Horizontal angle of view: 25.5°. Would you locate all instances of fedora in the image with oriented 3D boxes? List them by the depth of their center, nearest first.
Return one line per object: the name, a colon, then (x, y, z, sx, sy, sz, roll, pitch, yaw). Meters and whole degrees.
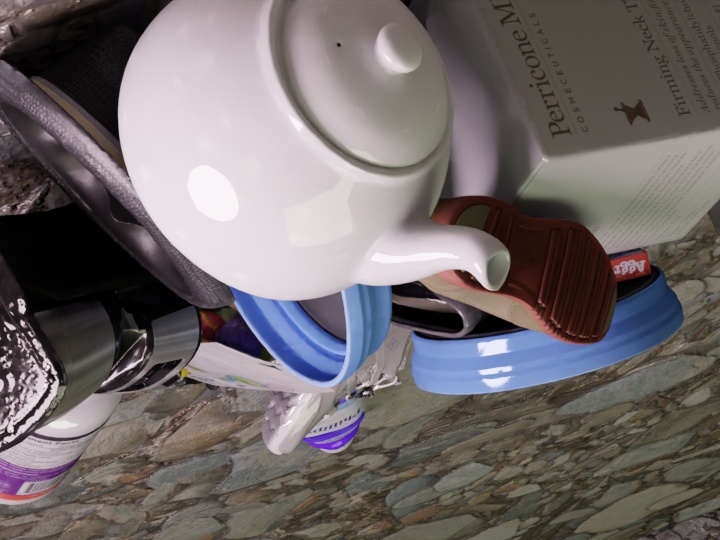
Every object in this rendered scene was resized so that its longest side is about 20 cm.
fedora: (-0.125, -0.073, 0.934, 0.092, 0.200, 0.201, -47, 161, -13)

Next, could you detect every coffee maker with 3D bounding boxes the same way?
coffee maker: (-0.207, 0.005, 1.035, 0.134, 0.193, 0.200, -7, -174, 23)

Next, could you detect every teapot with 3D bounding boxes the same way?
teapot: (-0.023, -0.092, 0.841, 0.199, 0.198, 0.146, 25, 144, -27)

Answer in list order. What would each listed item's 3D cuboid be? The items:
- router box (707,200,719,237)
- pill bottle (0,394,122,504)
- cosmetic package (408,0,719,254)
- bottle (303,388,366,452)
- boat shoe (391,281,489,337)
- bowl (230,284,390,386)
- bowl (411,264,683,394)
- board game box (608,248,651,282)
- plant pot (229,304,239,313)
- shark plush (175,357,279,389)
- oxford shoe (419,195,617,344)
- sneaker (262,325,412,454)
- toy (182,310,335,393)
router box: (0.338, -0.122, 1.203, 0.200, 0.180, 0.049, -35, 154, 30)
pill bottle: (-0.249, 0.094, 1.238, 0.111, 0.112, 0.200, -6, 152, -34)
cosmetic package: (0.141, -0.112, 1.058, 0.199, 0.168, 0.166, -12, 157, -25)
bottle: (-0.036, 0.133, 1.585, 0.083, 0.066, 0.200, -21, 158, -5)
boat shoe: (0.000, 0.000, 1.110, 0.199, 0.063, 0.073, 13, 133, 19)
bowl: (-0.047, -0.024, 1.027, 0.039, 0.201, 0.201, -25, 161, -24)
bowl: (0.131, 0.038, 1.145, 0.200, 0.040, 0.201, -15, -171, 2)
board game box: (0.145, -0.006, 1.204, 0.102, 0.020, 0.200, -13, -172, -2)
plant pot: (-0.027, -0.007, 1.241, 0.200, 0.093, 0.201, -20, 157, -9)
shark plush: (-0.071, 0.072, 1.420, 0.200, 0.091, 0.083, -34, -173, 14)
oxford shoe: (0.089, -0.004, 0.980, 0.075, 0.071, 0.200, 7, 166, 42)
sneaker: (-0.001, 0.082, 1.331, 0.200, 0.082, 0.075, -49, -161, -2)
toy: (-0.115, 0.062, 1.295, 0.115, 0.047, 0.200, 23, 162, -31)
